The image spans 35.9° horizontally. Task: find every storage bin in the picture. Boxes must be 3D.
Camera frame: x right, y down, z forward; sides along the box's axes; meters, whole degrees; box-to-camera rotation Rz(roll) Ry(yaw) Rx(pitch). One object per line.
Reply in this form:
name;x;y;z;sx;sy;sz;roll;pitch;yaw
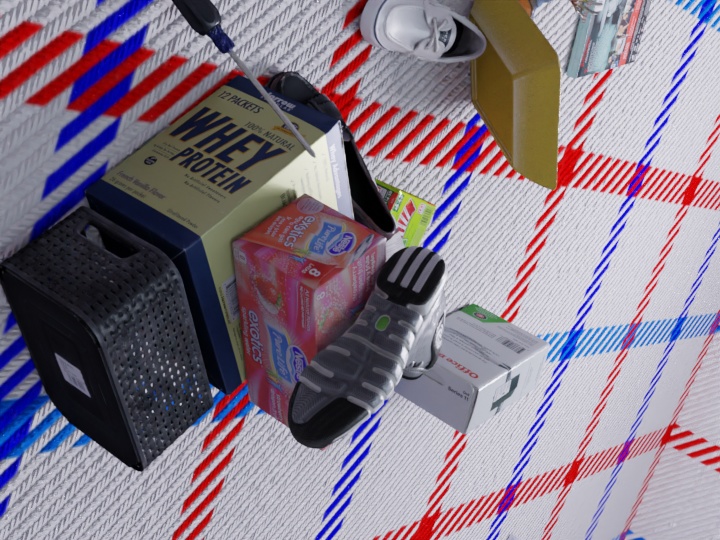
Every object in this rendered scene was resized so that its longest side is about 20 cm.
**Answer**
storage bin;-0.220;0.062;0.972;0.094;0.135;0.201;-41;144;-32

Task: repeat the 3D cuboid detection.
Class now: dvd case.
dvd case;0.380;-0.372;1.666;0.199;0.022;0.147;-25;133;-48

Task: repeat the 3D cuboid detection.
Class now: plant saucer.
plant saucer;0.179;-0.223;1.344;0.048;0.201;0.201;-17;137;-7

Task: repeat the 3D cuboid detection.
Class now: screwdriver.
screwdriver;-0.100;-0.176;0.951;0.028;0.200;0.029;-42;-174;-16

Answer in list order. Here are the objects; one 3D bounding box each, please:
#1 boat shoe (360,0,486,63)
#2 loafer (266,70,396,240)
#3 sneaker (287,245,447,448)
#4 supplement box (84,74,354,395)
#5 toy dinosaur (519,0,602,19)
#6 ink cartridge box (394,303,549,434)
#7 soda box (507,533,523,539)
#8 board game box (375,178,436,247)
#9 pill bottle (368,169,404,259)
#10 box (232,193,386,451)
boat shoe;0.077;-0.271;1.235;0.199;0.065;0.074;-12;123;-54
loafer;-0.023;-0.114;1.111;0.072;0.063;0.201;-36;104;-31
sneaker;0.021;0.086;0.960;0.200;0.075;0.116;-52;151;-17
supplement box;-0.120;-0.035;1.051;0.200;0.134;0.201;-43;145;-29
toy dinosaur;0.198;-0.365;1.376;0.198;0.105;0.183;2;127;-21
ink cartridge box;0.156;0.137;1.600;0.199;0.146;0.084;-21;132;-47
soda box;0.290;0.649;2.286;0.201;0.063;0.068;-54;149;-13
board game box;0.014;-0.005;1.365;0.101;0.047;0.201;15;100;-59
pill bottle;0.000;0.000;1.212;0.109;0.109;0.202;-25;98;-46
box;-0.042;0.049;1.003;0.094;0.102;0.201;-37;143;-35
